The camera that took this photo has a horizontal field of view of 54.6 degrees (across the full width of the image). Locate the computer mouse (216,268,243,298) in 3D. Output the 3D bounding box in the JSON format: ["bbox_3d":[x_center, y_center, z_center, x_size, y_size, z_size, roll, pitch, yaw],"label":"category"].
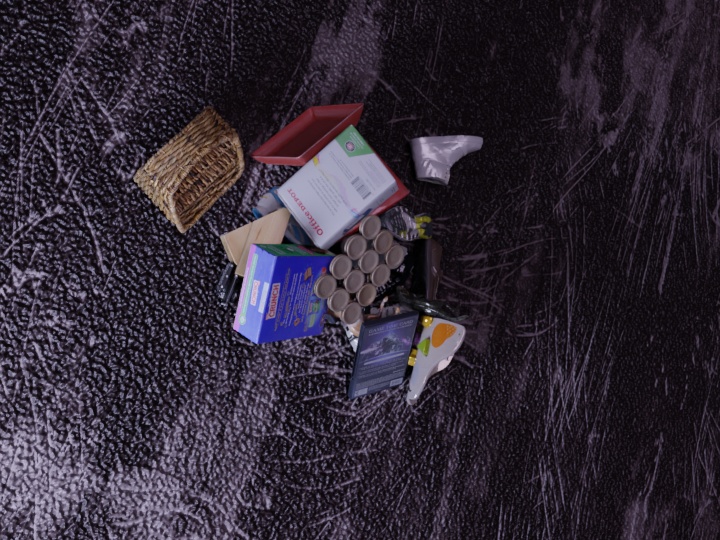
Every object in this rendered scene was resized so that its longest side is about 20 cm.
[{"bbox_3d":[-0.190,0.028,1.454,0.198,0.052,0.141,29,71,-23],"label":"computer mouse"}]

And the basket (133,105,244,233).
[{"bbox_3d":[-0.316,-0.198,1.357,0.150,0.142,0.200,49,65,-15],"label":"basket"}]

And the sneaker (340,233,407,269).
[{"bbox_3d":[0.016,-0.050,1.527,0.198,0.081,0.077,10,119,-52],"label":"sneaker"}]

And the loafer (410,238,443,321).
[{"bbox_3d":[0.166,0.020,1.640,0.070,0.073,0.205,10,81,-28],"label":"loafer"}]

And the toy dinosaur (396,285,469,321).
[{"bbox_3d":[0.167,0.083,1.533,0.087,0.197,0.049,12,95,-54],"label":"toy dinosaur"}]

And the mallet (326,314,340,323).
[{"bbox_3d":[-0.100,0.033,1.499,0.200,0.041,0.066,44,70,-25],"label":"mallet"}]

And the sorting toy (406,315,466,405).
[{"bbox_3d":[0.149,0.211,1.563,0.105,0.200,0.183,22,74,7],"label":"sorting toy"}]

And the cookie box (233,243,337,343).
[{"bbox_3d":[-0.141,0.041,1.366,0.198,0.074,0.175,-1,109,-56],"label":"cookie box"}]

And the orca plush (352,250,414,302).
[{"bbox_3d":[0.059,0.014,1.583,0.197,0.071,0.107,-22,95,-29],"label":"orca plush"}]

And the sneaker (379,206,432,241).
[{"bbox_3d":[0.090,-0.093,1.573,0.198,0.083,0.076,6,74,-55],"label":"sneaker"}]

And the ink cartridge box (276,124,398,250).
[{"bbox_3d":[-0.044,-0.159,1.376,0.199,0.087,0.146,-40,82,3],"label":"ink cartridge box"}]

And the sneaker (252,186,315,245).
[{"bbox_3d":[-0.132,-0.092,1.484,0.199,0.076,0.081,42,74,-18],"label":"sneaker"}]

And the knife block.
[{"bbox_3d":[-0.201,-0.008,1.394,0.197,0.064,0.179,-26,98,-17],"label":"knife block"}]

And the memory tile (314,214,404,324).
[{"bbox_3d":[0.000,0.000,1.417,0.201,0.017,0.153,-52,132,-8],"label":"memory tile"}]

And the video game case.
[{"bbox_3d":[0.049,0.185,1.522,0.140,0.019,0.204,-11,127,-29],"label":"video game case"}]

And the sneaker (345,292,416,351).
[{"bbox_3d":[0.050,0.102,1.566,0.200,0.075,0.088,-42,105,-26],"label":"sneaker"}]

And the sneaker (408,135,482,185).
[{"bbox_3d":[0.214,-0.266,1.704,0.195,0.073,0.119,-7,90,-19],"label":"sneaker"}]

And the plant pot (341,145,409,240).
[{"bbox_3d":[-0.020,-0.186,1.504,0.199,0.200,0.179,-34,92,-27],"label":"plant pot"}]

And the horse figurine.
[{"bbox_3d":[-0.002,0.085,1.488,0.132,0.050,0.200,-43,107,-2],"label":"horse figurine"}]

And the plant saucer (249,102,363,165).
[{"bbox_3d":[-0.108,-0.279,1.459,0.200,0.198,0.037,-45,122,-24],"label":"plant saucer"}]
